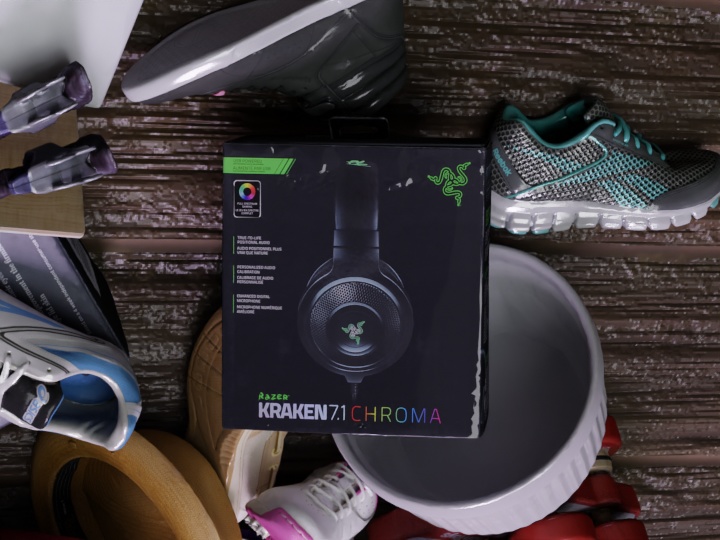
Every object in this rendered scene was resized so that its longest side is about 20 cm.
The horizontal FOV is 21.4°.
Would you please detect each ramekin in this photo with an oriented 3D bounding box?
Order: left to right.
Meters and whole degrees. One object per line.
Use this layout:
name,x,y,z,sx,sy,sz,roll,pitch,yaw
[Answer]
ramekin,0.082,0.092,1.360,0.199,0.201,0.105,-32,148,2

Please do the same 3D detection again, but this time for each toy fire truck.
toy fire truck,0.120,0.189,1.482,0.167,0.113,0.199,-27,154,30

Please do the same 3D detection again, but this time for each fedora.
fedora,-0.149,0.178,1.367,0.082,0.199,0.203,-30,136,-45

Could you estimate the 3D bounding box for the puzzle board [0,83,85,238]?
puzzle board,-0.270,-0.090,1.158,0.198,0.152,0.017,4,148,-21

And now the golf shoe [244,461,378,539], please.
golf shoe,-0.031,0.173,1.400,0.075,0.200,0.092,43,88,8

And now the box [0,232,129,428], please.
box,-0.274,0.026,1.247,0.198,0.105,0.149,-26,126,-2

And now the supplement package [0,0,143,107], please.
supplement package,-0.180,-0.219,1.121,0.116,0.117,0.201,14,114,-26

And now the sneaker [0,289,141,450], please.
sneaker,-0.223,0.056,1.176,0.199,0.073,0.072,22,113,-27

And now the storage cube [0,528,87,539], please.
storage cube,-0.248,0.293,1.315,0.199,0.179,0.173,-22,104,-40

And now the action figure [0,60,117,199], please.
action figure,-0.242,-0.052,1.084,0.198,0.069,0.131,-24,110,-14

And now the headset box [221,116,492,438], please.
headset box,0.000,0.000,1.250,0.172,0.093,0.203,2,97,6

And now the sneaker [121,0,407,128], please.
sneaker,-0.053,-0.126,1.250,0.198,0.071,0.100,-24,121,-9

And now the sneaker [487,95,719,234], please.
sneaker,0.176,-0.080,1.361,0.198,0.078,0.092,-5,118,-18

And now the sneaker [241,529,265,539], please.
sneaker,-0.091,0.268,1.481,0.072,0.115,0.201,15,152,8

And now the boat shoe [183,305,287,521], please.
boat shoe,-0.083,0.100,1.387,0.069,0.074,0.202,-19,137,-41
